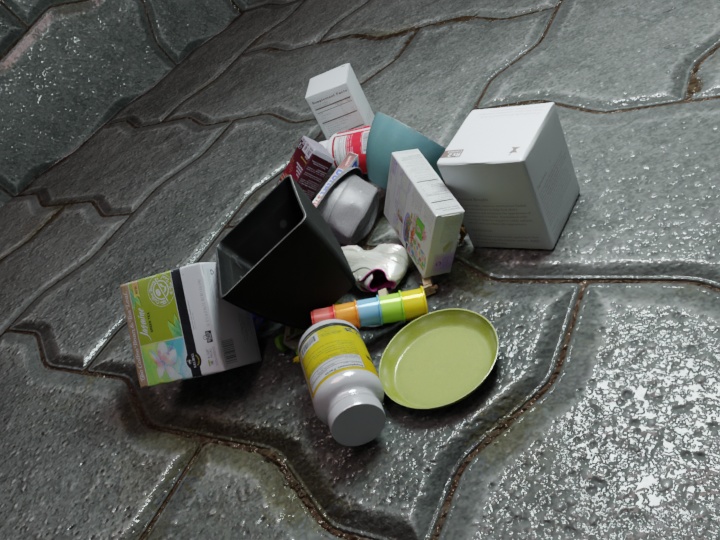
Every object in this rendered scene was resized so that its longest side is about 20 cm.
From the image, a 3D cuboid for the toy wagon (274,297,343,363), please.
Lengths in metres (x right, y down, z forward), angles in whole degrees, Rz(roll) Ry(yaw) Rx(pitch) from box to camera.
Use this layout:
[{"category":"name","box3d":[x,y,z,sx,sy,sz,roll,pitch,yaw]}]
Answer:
[{"category":"toy wagon","box3d":[-0.091,0.099,1.235,0.155,0.040,0.200,-31,34,27]}]

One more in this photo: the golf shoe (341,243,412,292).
[{"category":"golf shoe","box3d":[0.000,0.000,1.288,0.199,0.075,0.092,-7,44,31]}]

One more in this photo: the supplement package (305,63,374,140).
[{"category":"supplement package","box3d":[-0.042,-0.402,1.702,0.117,0.200,0.117,-17,36,18]}]

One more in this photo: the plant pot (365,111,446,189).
[{"category":"plant pot","box3d":[0.090,-0.234,1.435,0.135,0.200,0.200,-61,36,8]}]

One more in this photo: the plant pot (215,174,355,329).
[{"category":"plant pot","box3d":[-0.125,-0.014,1.193,0.200,0.177,0.200,-41,30,9]}]

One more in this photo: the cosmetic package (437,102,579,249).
[{"category":"cosmetic package","box3d":[0.269,-0.165,1.185,0.164,0.200,0.165,5,48,39]}]

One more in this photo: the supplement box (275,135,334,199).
[{"category":"supplement box","box3d":[-0.147,-0.207,1.580,0.200,0.061,0.109,-59,31,16]}]

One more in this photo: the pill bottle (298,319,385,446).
[{"category":"pill bottle","box3d":[-0.028,0.176,1.054,0.112,0.113,0.200,-29,36,2]}]

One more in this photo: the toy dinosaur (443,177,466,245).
[{"category":"toy dinosaur","box3d":[0.156,-0.100,1.259,0.061,0.106,0.200,-69,11,-20]}]

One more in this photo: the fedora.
[{"category":"fedora","box3d":[-0.022,-0.119,1.406,0.090,0.177,0.200,26,57,16]}]

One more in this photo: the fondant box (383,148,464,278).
[{"category":"fondant box","box3d":[0.111,-0.107,1.219,0.058,0.145,0.200,-10,45,-17]}]

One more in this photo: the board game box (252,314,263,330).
[{"category":"board game box","box3d":[-0.227,0.023,1.342,0.134,0.045,0.200,33,86,20]}]

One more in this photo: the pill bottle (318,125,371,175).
[{"category":"pill bottle","box3d":[-0.008,-0.288,1.613,0.199,0.112,0.112,-5,42,32]}]

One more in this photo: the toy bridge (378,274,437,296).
[{"category":"toy bridge","box3d":[0.047,0.064,1.212,0.199,0.027,0.067,-21,36,12]}]

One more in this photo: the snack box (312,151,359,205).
[{"category":"snack box","box3d":[-0.062,-0.161,1.431,0.024,0.072,0.200,24,64,19]}]

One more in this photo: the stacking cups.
[{"category":"stacking cups","box3d":[0.016,0.077,1.149,0.199,0.061,0.061,-12,36,-1]}]

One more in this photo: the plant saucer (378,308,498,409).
[{"category":"plant saucer","box3d":[0.126,0.144,1.054,0.199,0.031,0.200,-19,37,15]}]

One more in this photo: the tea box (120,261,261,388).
[{"category":"tea box","box3d":[-0.319,0.100,1.255,0.196,0.201,0.134,-15,-4,23]}]
